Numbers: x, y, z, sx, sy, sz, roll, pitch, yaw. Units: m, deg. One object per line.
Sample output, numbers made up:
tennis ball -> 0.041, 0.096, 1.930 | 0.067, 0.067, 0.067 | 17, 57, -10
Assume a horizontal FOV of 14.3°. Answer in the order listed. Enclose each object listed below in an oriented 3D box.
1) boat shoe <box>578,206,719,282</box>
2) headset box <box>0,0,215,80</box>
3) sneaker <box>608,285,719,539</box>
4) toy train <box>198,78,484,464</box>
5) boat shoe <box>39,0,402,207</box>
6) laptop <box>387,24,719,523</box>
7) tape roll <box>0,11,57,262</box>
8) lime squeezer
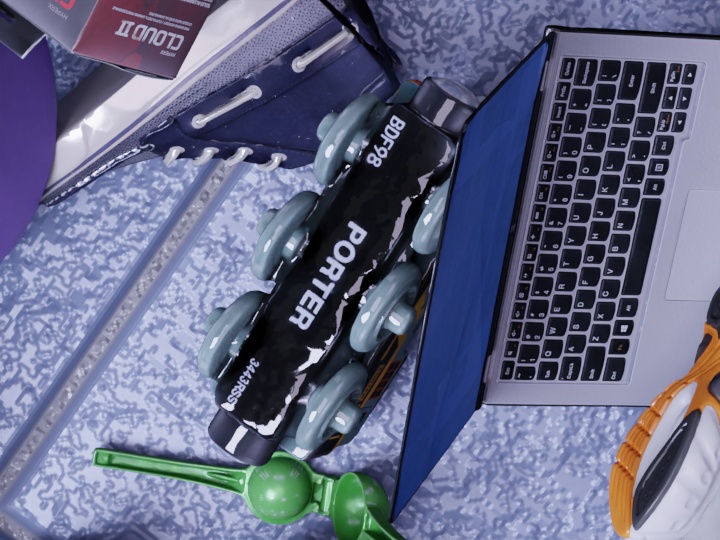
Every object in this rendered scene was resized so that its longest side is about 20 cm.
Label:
boat shoe -> 0.170, -0.065, 1.336 | 0.200, 0.060, 0.072 | -41, 92, 8
headset box -> -0.111, -0.188, 1.230 | 0.149, 0.075, 0.200 | 38, 105, 32
sneaker -> 0.197, 0.050, 1.294 | 0.092, 0.076, 0.200 | 30, 99, -21
toy train -> 0.000, 0.000, 1.322 | 0.085, 0.114, 0.200 | 34, 102, 14
boat shoe -> -0.072, -0.070, 1.355 | 0.200, 0.075, 0.093 | -35, 109, 19
laptop -> 0.106, 0.002, 1.251 | 0.199, 0.116, 0.188 | 2, 117, -17
tape roll -> -0.246, -0.075, 1.329 | 0.199, 0.085, 0.201 | 4, 98, 27
lime squeezer -> -0.033, 0.114, 1.377 | 0.199, 0.071, 0.038 | 16, 117, 33
